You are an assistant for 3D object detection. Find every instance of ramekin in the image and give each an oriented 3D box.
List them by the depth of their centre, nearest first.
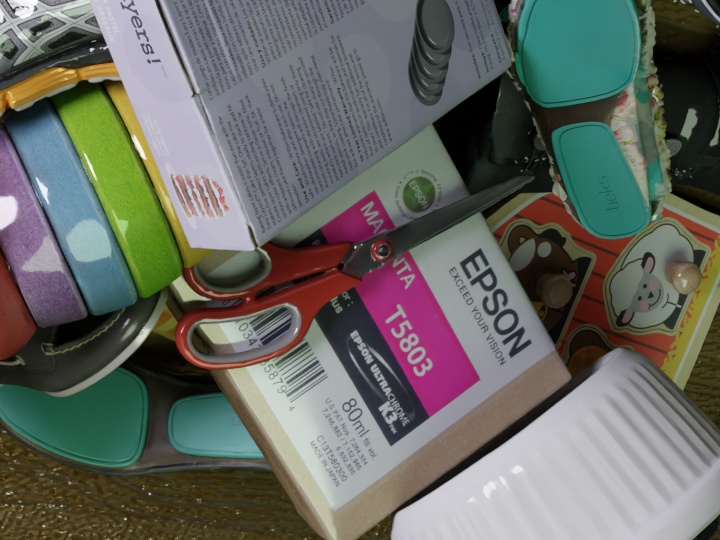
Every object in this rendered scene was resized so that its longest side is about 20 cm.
[{"bbox_3d":[0.106,0.125,0.998,0.202,0.095,0.202,-35,176,-3],"label":"ramekin"}]

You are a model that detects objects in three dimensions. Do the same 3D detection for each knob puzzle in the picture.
[{"bbox_3d":[0.126,0.029,1.082,0.218,0.030,0.221,-8,109,-23],"label":"knob puzzle"}]

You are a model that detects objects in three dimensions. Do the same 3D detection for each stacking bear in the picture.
[{"bbox_3d":[-0.101,-0.050,0.859,0.199,0.121,0.114,-25,106,-8],"label":"stacking bear"}]

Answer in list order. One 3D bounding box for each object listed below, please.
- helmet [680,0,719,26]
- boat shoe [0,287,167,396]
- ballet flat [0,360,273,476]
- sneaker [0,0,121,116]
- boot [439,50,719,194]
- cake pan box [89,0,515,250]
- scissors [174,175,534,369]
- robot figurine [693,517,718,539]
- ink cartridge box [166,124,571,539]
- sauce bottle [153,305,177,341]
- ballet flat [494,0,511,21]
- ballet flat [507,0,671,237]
[{"bbox_3d":[0.221,-0.203,0.847,0.190,0.201,0.200,-9,149,45],"label":"helmet"},{"bbox_3d":[-0.175,0.025,0.953,0.057,0.067,0.199,37,152,-29],"label":"boat shoe"},{"bbox_3d":[-0.116,0.091,1.075,0.198,0.069,0.068,8,168,7],"label":"ballet flat"},{"bbox_3d":[-0.142,-0.120,0.808,0.199,0.078,0.078,-15,122,-5],"label":"sneaker"},{"bbox_3d":[0.158,-0.109,1.008,0.199,0.066,0.166,4,127,-16],"label":"boot"},{"bbox_3d":[-0.032,-0.137,0.780,0.184,0.052,0.201,-40,118,-38],"label":"cake pan box"},{"bbox_3d":[0.000,0.000,0.930,0.199,0.014,0.074,-11,101,-19],"label":"scissors"},{"bbox_3d":[0.140,0.177,1.195,0.199,0.125,0.151,-25,151,-31],"label":"robot figurine"},{"bbox_3d":[-0.005,0.019,0.979,0.164,0.075,0.201,-35,111,-10],"label":"ink cartridge box"},{"bbox_3d":[-0.058,0.025,1.051,0.199,0.066,0.066,23,121,-35],"label":"sauce bottle"},{"bbox_3d":[0.056,-0.153,0.919,0.199,0.064,0.076,-18,167,-25],"label":"ballet flat"},{"bbox_3d":[0.112,-0.098,0.904,0.075,0.064,0.201,-2,140,12],"label":"ballet flat"}]
